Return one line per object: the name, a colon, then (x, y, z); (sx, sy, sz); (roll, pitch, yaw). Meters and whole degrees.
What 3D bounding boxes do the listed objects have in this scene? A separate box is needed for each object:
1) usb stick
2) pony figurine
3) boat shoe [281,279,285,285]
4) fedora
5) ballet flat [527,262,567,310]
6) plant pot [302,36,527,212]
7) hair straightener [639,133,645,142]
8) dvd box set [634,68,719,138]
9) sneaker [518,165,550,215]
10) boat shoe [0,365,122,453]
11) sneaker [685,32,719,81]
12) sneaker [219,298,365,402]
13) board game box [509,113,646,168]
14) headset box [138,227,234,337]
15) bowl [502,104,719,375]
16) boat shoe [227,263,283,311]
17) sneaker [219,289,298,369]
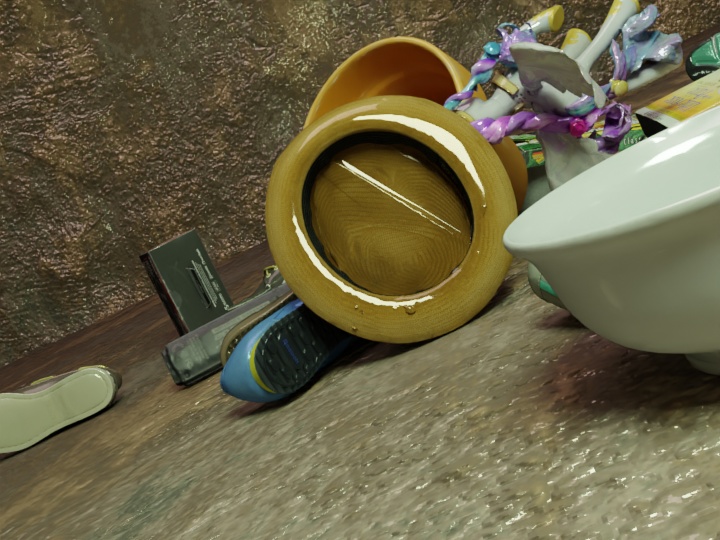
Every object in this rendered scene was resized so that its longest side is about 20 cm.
usb stick: (-0.119, 0.061, 0.995); (0.199, 0.056, 0.033); (-27, -20, -10)
pony figurine: (0.161, -0.138, 0.725); (0.200, 0.167, 0.193); (-39, 38, -19)
boat shoe: (-0.065, 0.011, 1.095); (0.073, 0.067, 0.200); (-20, 9, 40)
fedora: (0.025, -0.037, 0.717); (0.200, 0.201, 0.082); (-25, -13, 3)
ballet flat: (0.194, -0.029, 0.567); (0.199, 0.068, 0.064); (-29, 35, -19)
plant pot: (0.070, -0.106, 0.918); (0.199, 0.201, 0.183); (-21, -23, 35)
hair straightener: (0.317, -0.123, 0.809); (0.077, 0.041, 0.200); (-30, 14, -25)
dvd box set: (0.341, -0.163, 0.768); (0.199, 0.030, 0.146); (-27, 10, 13)
sneaker: (0.147, -0.086, 1.065); (0.199, 0.071, 0.099); (-15, 10, 29)
boat shoe: (-0.387, 0.167, 1.110); (0.199, 0.072, 0.060); (-22, 1, 3)
sneaker: (0.532, -0.285, 1.192); (0.199, 0.075, 0.087); (-14, -5, 26)
sneaker: (-0.036, 0.046, 0.762); (0.200, 0.066, 0.078); (-32, 6, -39)
board game box: (0.268, -0.148, 1.002); (0.199, 0.024, 0.105); (-10, 19, 1)
headset box: (-0.244, 0.025, 1.298); (0.077, 0.149, 0.200); (-29, 7, -17)
bowl: (0.170, -0.017, 0.391); (0.200, 0.091, 0.201); (-26, 8, 4)
boat shoe: (-0.095, 0.010, 1.228); (0.200, 0.061, 0.072); (-27, 7, -11)
sneaker: (-0.043, 0.034, 0.849); (0.199, 0.071, 0.076); (-27, 6, -8)
